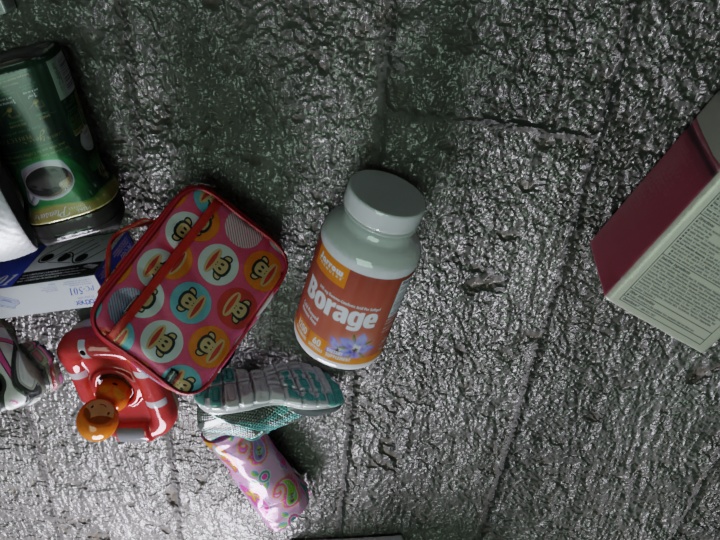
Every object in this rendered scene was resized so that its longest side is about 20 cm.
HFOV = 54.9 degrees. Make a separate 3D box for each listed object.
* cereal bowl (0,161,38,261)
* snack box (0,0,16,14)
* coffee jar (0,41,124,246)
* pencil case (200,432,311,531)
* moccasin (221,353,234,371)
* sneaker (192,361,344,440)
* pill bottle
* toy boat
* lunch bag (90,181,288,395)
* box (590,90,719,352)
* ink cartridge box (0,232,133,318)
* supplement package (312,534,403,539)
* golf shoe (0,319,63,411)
[{"bbox_3d":[-0.409,-0.096,0.700,0.082,0.200,0.203,-26,123,-18],"label":"cereal bowl"},{"bbox_3d":[-0.448,-0.283,0.691,0.195,0.025,0.073,-3,124,11],"label":"snack box"},{"bbox_3d":[-0.329,-0.128,0.735,0.102,0.086,0.203,-13,121,-1],"label":"coffee jar"},{"bbox_3d":[-0.144,0.275,0.981,0.086,0.088,0.202,-17,120,19],"label":"pencil case"},{"bbox_3d":[-0.192,0.043,0.840,0.079,0.069,0.203,-9,121,15],"label":"moccasin"},{"bbox_3d":[-0.119,0.173,0.888,0.196,0.078,0.093,3,126,-21],"label":"sneaker"},{"bbox_3d":[0.000,0.000,0.755,0.110,0.113,0.203,17,124,-3],"label":"pill bottle"},{"bbox_3d":[-0.326,0.163,0.903,0.127,0.132,0.203,-4,123,11],"label":"toy boat"},{"bbox_3d":[-0.194,0.013,0.757,0.175,0.082,0.202,38,76,-13],"label":"lunch bag"},{"bbox_3d":[0.340,-0.044,0.673,0.126,0.110,0.201,27,123,-9],"label":"box"},{"bbox_3d":[-0.376,0.008,0.830,0.195,0.095,0.045,-7,123,14],"label":"ink cartridge box"},{"bbox_3d":[-0.015,0.521,1.103,0.196,0.112,0.158,-8,122,15],"label":"supplement package"},{"bbox_3d":[-0.475,0.112,0.887,0.197,0.092,0.074,20,124,30],"label":"golf shoe"}]
